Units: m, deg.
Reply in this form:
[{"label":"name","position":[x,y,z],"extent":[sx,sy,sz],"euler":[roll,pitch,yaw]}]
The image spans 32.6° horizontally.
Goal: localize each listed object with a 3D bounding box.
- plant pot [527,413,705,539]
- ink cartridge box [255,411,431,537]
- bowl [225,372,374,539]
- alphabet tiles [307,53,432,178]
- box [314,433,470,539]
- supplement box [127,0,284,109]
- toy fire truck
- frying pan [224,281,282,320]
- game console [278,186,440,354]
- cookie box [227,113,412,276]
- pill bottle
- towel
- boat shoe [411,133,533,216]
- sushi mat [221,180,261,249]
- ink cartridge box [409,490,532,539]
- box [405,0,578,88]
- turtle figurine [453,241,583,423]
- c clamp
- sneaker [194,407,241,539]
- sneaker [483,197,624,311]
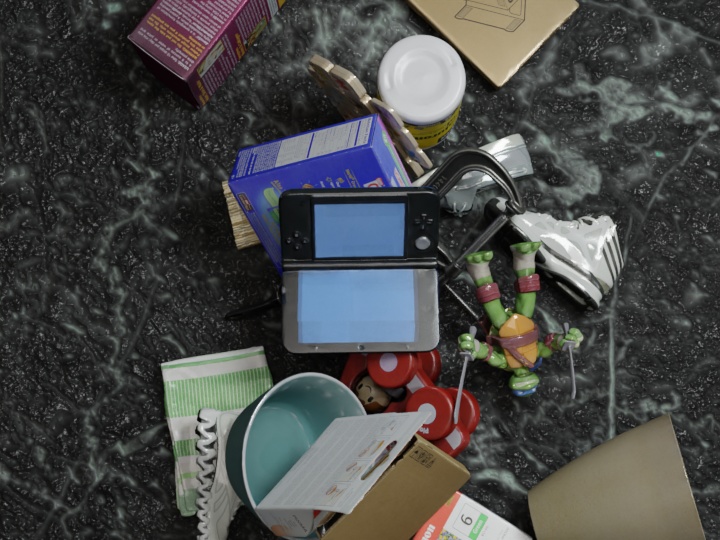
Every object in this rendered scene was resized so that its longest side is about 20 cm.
[{"label":"plant pot","position":[0.316,0.295,1.539],"extent":[0.197,0.187,0.190],"euler":[-16,82,12]},{"label":"ink cartridge box","position":[-0.010,0.231,1.399],"extent":[0.162,0.199,0.050],"euler":[-46,110,-31]},{"label":"bowl","position":[-0.089,0.229,1.531],"extent":[0.199,0.104,0.204],"euler":[4,84,-37]},{"label":"alphabet tiles","position":[0.009,-0.195,1.579],"extent":[0.015,0.200,0.195],"euler":[-47,43,-6]},{"label":"box","position":[0.042,0.277,1.480],"extent":[0.163,0.200,0.021],"euler":[-45,60,2]},{"label":"supplement box","position":[-0.201,-0.337,1.642],"extent":[0.103,0.131,0.201],"euler":[36,83,6]},{"label":"toy fire truck","position":[0.044,0.183,1.578],"extent":[0.168,0.112,0.201],"euler":[-44,70,13]},{"label":"frying pan","position":[-0.077,0.040,1.626],"extent":[0.114,0.189,0.031],"euler":[30,48,-35]},{"label":"game console","position":[0.000,0.000,1.494],"extent":[0.197,0.172,0.119],"euler":[-1,43,-1]},{"label":"cookie box","position":[-0.040,-0.091,1.555],"extent":[0.197,0.172,0.076],"euler":[-12,41,20]},{"label":"pill bottle","position":[0.075,-0.220,1.588],"extent":[0.110,0.200,0.113],"euler":[0,82,0]},{"label":"towel","position":[-0.179,0.209,1.617],"extent":[0.150,0.023,0.203],"euler":[-10,82,-2]},{"label":"boat shoe","position":[0.138,-0.112,1.638],"extent":[0.199,0.070,0.072],"euler":[-25,86,-2]},{"label":"sushi mat","position":[-0.083,-0.101,1.666],"extent":[0.197,0.012,0.097],"euler":[-16,81,-2]},{"label":"ink cartridge box","position":[0.109,0.338,1.584],"extent":[0.199,0.050,0.110],"euler":[31,83,4]},{"label":"box","position":[0.174,-0.374,1.692],"extent":[0.200,0.021,0.164],"euler":[44,84,7]},{"label":"turtle figurine","position":[0.196,0.069,1.531],"extent":[0.142,0.199,0.197],"euler":[-10,94,28]},{"label":"c clamp","position":[0.142,-0.057,1.600],"extent":[0.170,0.027,0.201],"euler":[38,122,2]},{"label":"sneaker","position":[-0.172,0.277,1.566],"extent":[0.080,0.075,0.203],"euler":[2,83,-10]},{"label":"sneaker","position":[0.264,-0.050,1.639],"extent":[0.200,0.076,0.116],"euler":[41,72,2]}]
